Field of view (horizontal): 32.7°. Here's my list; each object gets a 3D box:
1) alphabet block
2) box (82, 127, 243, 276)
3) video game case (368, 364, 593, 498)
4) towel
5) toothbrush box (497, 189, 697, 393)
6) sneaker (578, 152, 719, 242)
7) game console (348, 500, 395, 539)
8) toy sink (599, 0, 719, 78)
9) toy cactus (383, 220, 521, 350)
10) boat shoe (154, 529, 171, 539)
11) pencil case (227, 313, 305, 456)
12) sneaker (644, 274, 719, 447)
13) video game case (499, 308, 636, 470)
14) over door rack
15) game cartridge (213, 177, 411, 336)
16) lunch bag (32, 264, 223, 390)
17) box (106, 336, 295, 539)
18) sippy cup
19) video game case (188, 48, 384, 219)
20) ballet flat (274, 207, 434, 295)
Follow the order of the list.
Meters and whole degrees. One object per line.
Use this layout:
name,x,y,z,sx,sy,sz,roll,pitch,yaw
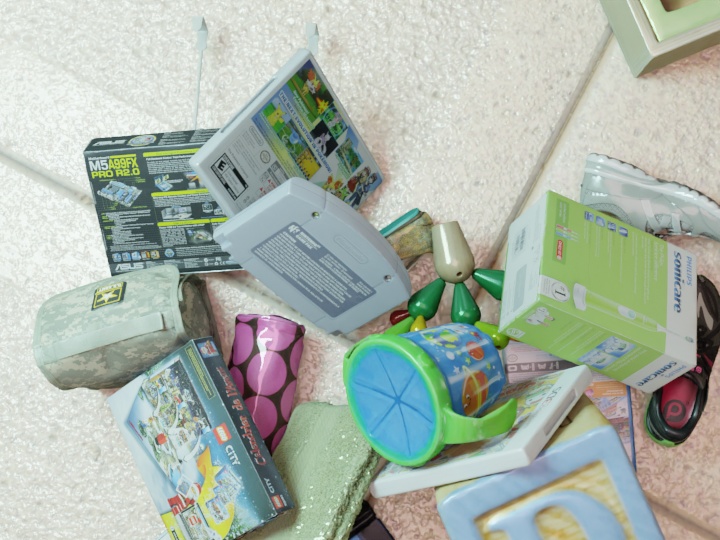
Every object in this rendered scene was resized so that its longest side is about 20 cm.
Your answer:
alphabet block,0.197,0.261,1.299,0.196,0.200,0.196,-23,96,3
box,-0.198,-0.076,1.390,0.199,0.044,0.161,-4,116,7
video game case,0.127,0.169,1.295,0.200,0.182,0.023,-21,101,37
towel,-0.048,0.217,1.310,0.037,0.148,0.200,54,46,-30
toothbrush box,0.259,0.024,1.327,0.200,0.086,0.146,21,55,-16
sneaker,0.341,-0.065,1.406,0.200,0.075,0.082,24,101,11
game console,-0.051,0.351,1.365,0.200,0.171,0.118,-38,59,-1
toy sink,0.341,-0.343,1.395,0.130,0.112,0.200,-22,85,1
toy cactus,0.118,0.028,1.379,0.199,0.102,0.165,-14,85,8
boat shoe,-0.194,0.315,1.358,0.073,0.067,0.200,29,114,-7
pencil case,-0.126,0.146,1.398,0.091,0.094,0.201,19,84,-39
sneaker,0.369,0.101,1.376,0.077,0.084,0.201,8,86,3
video game case,0.238,0.138,1.413,0.143,0.018,0.201,-4,85,2
over door rack,-0.123,-0.187,1.426,0.147,0.067,0.201,3,88,3
game cartridge,-0.043,-0.014,1.324,0.133,0.041,0.200,-28,127,31
lunch bag,-0.255,0.065,1.349,0.164,0.200,0.118,-15,85,2
box,-0.169,0.189,1.284,0.136,0.038,0.200,-33,77,25
sippy cup,0.075,0.116,1.271,0.130,0.140,0.178,-20,68,-42
video game case,-0.075,-0.110,1.355,0.182,0.200,0.022,-48,41,-17
ballet flat,0.000,0.000,1.413,0.200,0.071,0.071,-28,85,0
